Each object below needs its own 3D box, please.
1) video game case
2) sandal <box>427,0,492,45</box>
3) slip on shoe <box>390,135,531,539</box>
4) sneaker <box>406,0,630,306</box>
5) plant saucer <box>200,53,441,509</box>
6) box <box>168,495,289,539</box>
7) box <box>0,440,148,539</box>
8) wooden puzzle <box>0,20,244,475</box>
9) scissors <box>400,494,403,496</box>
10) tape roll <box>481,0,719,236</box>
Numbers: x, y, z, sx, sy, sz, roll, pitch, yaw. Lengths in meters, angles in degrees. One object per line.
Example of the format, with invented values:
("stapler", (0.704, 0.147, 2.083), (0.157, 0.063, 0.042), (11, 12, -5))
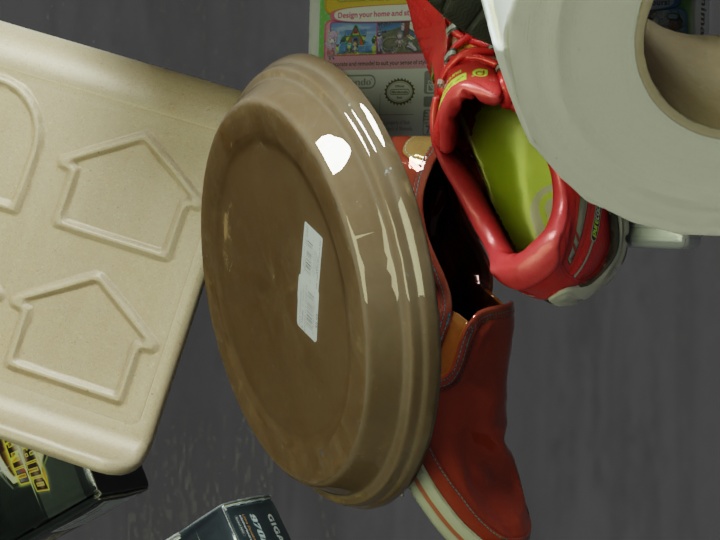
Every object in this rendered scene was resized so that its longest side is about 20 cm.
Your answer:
("video game case", (0.063, -0.105, 0.841), (0.198, 0.022, 0.184), (2, 91, 32))
("sandal", (0.027, -0.182, 0.741), (0.080, 0.057, 0.202), (-37, 90, 25))
("slip on shoe", (0.040, 0.035, 0.816), (0.061, 0.074, 0.202), (-16, 90, 26))
("sneaker", (0.058, -0.083, 0.781), (0.077, 0.085, 0.202), (-26, 77, 27))
("plant saucer", (-0.025, 0.007, 0.811), (0.200, 0.029, 0.202), (32, 127, 56))
("box", (-0.070, 0.236, 0.896), (0.158, 0.046, 0.201), (-35, 72, 26))
("box", (-0.214, 0.058, 0.992), (0.158, 0.046, 0.202), (-29, 76, 28))
("wooden puzzle", (-0.160, -0.016, 0.923), (0.183, 0.046, 0.202), (17, 79, 11))
("scissors", (0.000, 0.000, 0.858), (0.073, 0.014, 0.202), (-32, 73, 24))
("tape roll", (0.145, -0.110, 0.688), (0.202, 0.202, 0.071), (-39, 36, 25))
